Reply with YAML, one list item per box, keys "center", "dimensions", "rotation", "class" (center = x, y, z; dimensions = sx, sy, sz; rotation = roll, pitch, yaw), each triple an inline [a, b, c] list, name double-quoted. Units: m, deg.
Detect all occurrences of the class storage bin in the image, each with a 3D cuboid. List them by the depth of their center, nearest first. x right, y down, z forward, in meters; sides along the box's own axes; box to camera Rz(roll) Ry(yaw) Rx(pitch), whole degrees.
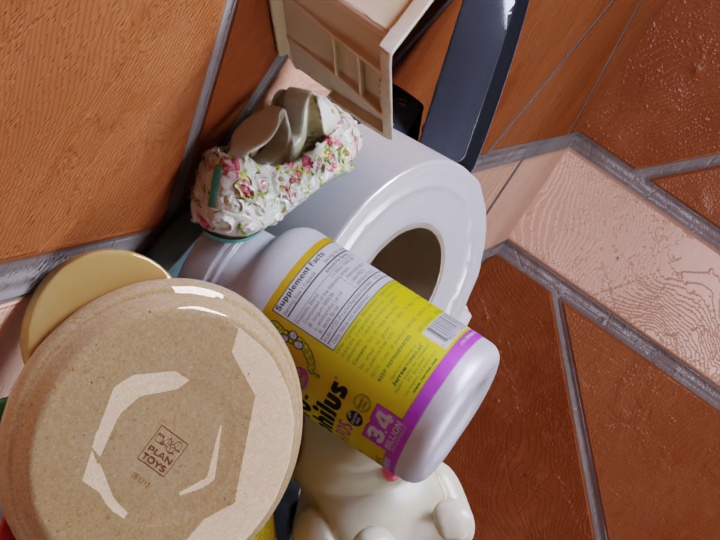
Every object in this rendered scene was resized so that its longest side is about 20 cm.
- center: [0.040, -0.202, 1.297]
  dimensions: [0.200, 0.094, 0.199]
  rotation: [-54, 172, -9]
  class: "storage bin"

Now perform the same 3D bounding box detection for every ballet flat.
- center: [-0.048, -0.081, 1.390]
  dimensions: [0.200, 0.075, 0.064]
  rotation: [-50, 148, -58]
  class: "ballet flat"

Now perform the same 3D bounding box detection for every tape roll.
- center: [0.000, 0.000, 1.529]
  dimensions: [0.202, 0.071, 0.203]
  rotation: [-34, 141, -34]
  class: "tape roll"

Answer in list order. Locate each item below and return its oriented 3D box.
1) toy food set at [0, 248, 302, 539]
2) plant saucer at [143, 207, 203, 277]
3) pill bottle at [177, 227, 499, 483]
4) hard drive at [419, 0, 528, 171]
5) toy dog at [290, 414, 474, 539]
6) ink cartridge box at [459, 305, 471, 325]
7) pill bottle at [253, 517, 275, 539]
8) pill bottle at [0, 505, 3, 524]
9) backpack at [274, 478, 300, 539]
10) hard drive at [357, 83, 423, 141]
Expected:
- center: [-0.125, 0.097, 1.238]
  dimensions: [0.049, 0.200, 0.199]
  rotation: [26, -86, 56]
  class: "toy food set"
- center: [-0.134, 0.023, 1.444]
  dimensions: [0.200, 0.027, 0.200]
  rotation: [-53, 173, -10]
  class: "plant saucer"
- center: [-0.018, 0.042, 1.372]
  dimensions: [0.104, 0.200, 0.104]
  rotation: [-54, 168, -17]
  class: "pill bottle"
- center: [0.094, -0.173, 1.696]
  dimensions: [0.135, 0.042, 0.201]
  rotation: [28, 79, -83]
  class: "hard drive"
- center: [0.008, 0.158, 1.477]
  dimensions: [0.194, 0.139, 0.201]
  rotation: [-126, -155, -60]
  class: "toy dog"
- center: [-0.013, 0.081, 1.974]
  dimensions: [0.200, 0.146, 0.083]
  rotation: [-49, 172, -34]
  class: "ink cartridge box"
- center: [-0.113, 0.166, 1.409]
  dimensions: [0.113, 0.112, 0.200]
  rotation: [-50, 152, -34]
  class: "pill bottle"
- center: [-0.217, 0.195, 1.349]
  dimensions: [0.113, 0.113, 0.200]
  rotation: [-52, 172, -22]
  class: "pill bottle"
- center: [-0.135, 0.183, 1.641]
  dimensions: [0.134, 0.200, 0.183]
  rotation: [4, 99, -33]
  class: "backpack"
- center: [0.008, -0.057, 1.675]
  dimensions: [0.200, 0.042, 0.135]
  rotation: [-61, 162, -63]
  class: "hard drive"
